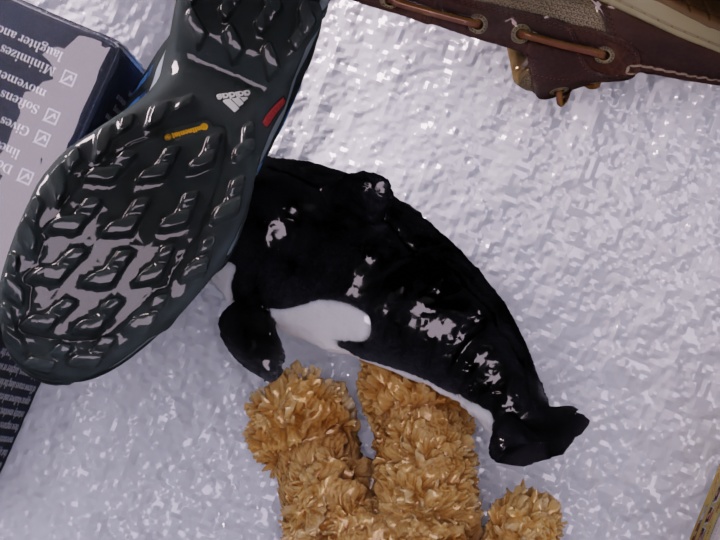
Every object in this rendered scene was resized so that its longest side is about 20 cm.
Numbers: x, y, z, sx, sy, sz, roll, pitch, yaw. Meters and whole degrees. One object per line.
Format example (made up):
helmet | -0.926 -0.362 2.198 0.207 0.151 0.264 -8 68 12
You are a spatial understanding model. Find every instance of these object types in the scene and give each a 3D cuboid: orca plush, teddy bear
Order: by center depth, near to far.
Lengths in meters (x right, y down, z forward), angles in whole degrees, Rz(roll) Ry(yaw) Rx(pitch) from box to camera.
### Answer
orca plush | 0.000 0.000 0.801 0.105 0.071 0.200 -25 51 -21
teddy bear | 0.016 0.125 0.823 0.143 0.067 0.202 0 84 6

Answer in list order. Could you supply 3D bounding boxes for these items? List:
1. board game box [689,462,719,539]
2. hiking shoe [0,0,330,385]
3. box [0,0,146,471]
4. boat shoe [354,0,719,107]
board game box | 0.176 0.036 0.787 0.034 0.135 0.202 22 87 6
hiking shoe | -0.067 -0.037 0.786 0.074 0.087 0.201 30 72 6
box | -0.190 -0.018 0.829 0.147 0.107 0.202 24 86 7
boat shoe | 0.080 -0.106 0.833 0.198 0.073 0.072 14 128 -22
